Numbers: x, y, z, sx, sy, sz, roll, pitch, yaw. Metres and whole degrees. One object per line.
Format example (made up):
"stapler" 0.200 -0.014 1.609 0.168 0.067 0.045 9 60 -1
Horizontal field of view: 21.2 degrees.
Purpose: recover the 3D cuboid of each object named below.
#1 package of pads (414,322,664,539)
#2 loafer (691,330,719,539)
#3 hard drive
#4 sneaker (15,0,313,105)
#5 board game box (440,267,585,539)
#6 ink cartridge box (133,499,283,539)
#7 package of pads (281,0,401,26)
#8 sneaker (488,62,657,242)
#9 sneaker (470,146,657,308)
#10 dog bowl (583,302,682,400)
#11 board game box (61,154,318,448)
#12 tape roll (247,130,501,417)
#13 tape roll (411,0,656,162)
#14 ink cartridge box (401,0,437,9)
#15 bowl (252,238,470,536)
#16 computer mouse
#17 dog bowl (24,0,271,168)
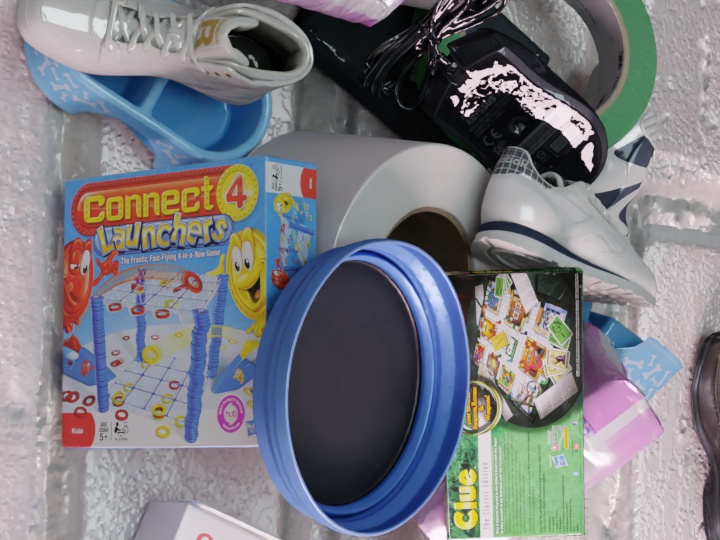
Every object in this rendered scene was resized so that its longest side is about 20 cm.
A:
"package of pads" 0.129 0.136 1.482 0.200 0.121 0.076 -38 108 7
"loafer" 0.339 0.151 1.673 0.073 0.072 0.201 -6 88 -28
"hard drive" 0.049 -0.183 1.566 0.200 0.033 0.140 39 68 -21
"sneaker" -0.131 -0.170 1.344 0.199 0.115 0.074 11 82 -27
"board game box" 0.111 0.098 1.398 0.104 0.023 0.201 -2 102 -2
"ink cartridge box" -0.116 0.285 1.400 0.145 0.083 0.200 29 72 -24
"package of pads" -0.043 -0.279 1.373 0.120 0.076 0.200 11 52 -55
"sneaker" 0.168 -0.093 1.596 0.129 0.079 0.200 15 88 -36
"sneaker" 0.165 -0.025 1.446 0.200 0.076 0.081 26 68 -46
"dog bowl" 0.172 0.046 1.574 0.200 0.111 0.050 37 83 -22
"board game box" -0.123 0.027 1.352 0.056 0.200 0.196 6 81 -52
"tape roll" 0.000 0.000 1.429 0.202 0.139 0.203 -10 104 -44
"tape roll" 0.140 -0.178 1.546 0.200 0.048 0.201 5 75 -18
"ink cartridge box" 0.032 -0.268 1.468 0.117 0.200 0.067 -59 143 -19
"bowl" 0.001 0.077 1.304 0.200 0.039 0.201 -7 99 -50
"computer mouse" 0.107 -0.136 1.442 0.138 0.053 0.200 -40 116 18
"dog bowl" -0.152 -0.147 1.432 0.200 0.050 0.112 33 70 -23
